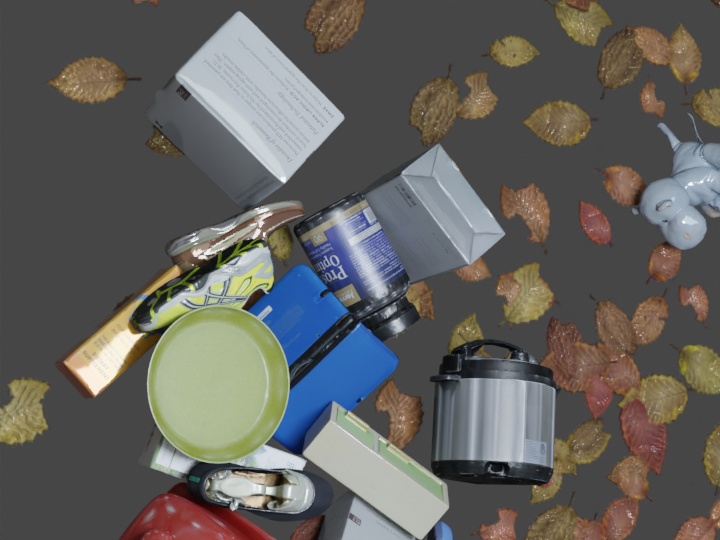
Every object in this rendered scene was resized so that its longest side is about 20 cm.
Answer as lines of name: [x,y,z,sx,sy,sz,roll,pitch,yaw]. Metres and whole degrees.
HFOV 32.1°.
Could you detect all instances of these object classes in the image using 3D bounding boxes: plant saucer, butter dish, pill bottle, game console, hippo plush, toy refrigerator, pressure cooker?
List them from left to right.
butter dish: [-0.231,0.361,1.548,0.199,0.148,0.200,27,69,28]
plant saucer: [-0.185,0.145,1.597,0.200,0.031,0.200,4,82,-32]
game console: [-0.082,0.123,1.709,0.200,0.118,0.171,-43,68,3]
pill bottle: [0.000,0.000,1.748,0.112,0.112,0.200,-30,93,-23]
toy refrigerator: [0.023,0.265,1.680,0.200,0.076,0.070,37,103,-7]
pressure cooker: [0.190,0.197,1.752,0.179,0.176,0.200,1,77,13]
hippo plush: [0.519,-0.125,1.945,0.161,0.159,0.200,-40,98,-22]

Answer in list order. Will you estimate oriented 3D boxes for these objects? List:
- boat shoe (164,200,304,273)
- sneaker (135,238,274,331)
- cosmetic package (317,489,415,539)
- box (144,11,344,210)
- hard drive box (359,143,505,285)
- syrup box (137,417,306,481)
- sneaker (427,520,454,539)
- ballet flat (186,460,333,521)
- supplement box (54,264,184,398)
boat shoe: [-0.166,-0.040,1.715,0.200,0.076,0.072,-22,94,-14]
sneaker: [-0.195,0.033,1.622,0.200,0.075,0.076,-29,110,-19]
cosmetic package: [-0.003,0.395,1.651,0.113,0.081,0.200,35,34,-14]
box: [-0.160,-0.207,1.670,0.200,0.199,0.131,45,70,-10]
hard drive box: [0.088,-0.074,1.746,0.077,0.200,0.156,-39,97,-22]
syrup box: [-0.182,0.253,1.653,0.200,0.081,0.079,23,77,-18]
sneaker: [0.147,0.437,1.729,0.082,0.074,0.200,-12,58,-15]
ballet flat: [-0.121,0.282,1.593,0.200,0.073,0.073,12,78,-19]
supplement box: [-0.302,0.079,1.642,0.200,0.069,0.067,-44,101,-24]
